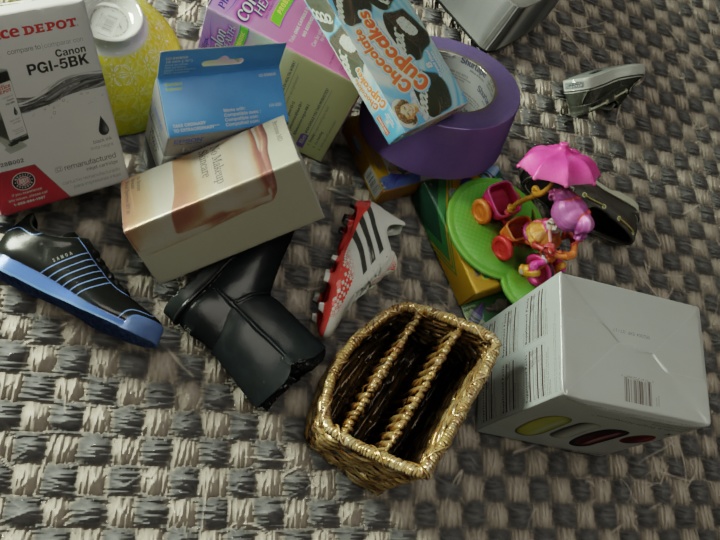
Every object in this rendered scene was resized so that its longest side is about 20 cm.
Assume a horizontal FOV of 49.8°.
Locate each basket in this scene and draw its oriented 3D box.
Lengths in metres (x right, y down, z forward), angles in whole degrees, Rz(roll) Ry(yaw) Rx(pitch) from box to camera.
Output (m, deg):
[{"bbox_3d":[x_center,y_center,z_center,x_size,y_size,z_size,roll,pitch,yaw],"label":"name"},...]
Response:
[{"bbox_3d":[0.039,0.128,0.870,0.143,0.149,0.200,38,61,-2],"label":"basket"}]

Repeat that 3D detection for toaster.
[{"bbox_3d":[0.218,-0.450,1.210,0.181,0.119,0.200,-37,84,-29],"label":"toaster"}]

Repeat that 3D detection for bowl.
[{"bbox_3d":[-0.307,-0.275,0.935,0.200,0.108,0.201,8,66,-18],"label":"bowl"}]

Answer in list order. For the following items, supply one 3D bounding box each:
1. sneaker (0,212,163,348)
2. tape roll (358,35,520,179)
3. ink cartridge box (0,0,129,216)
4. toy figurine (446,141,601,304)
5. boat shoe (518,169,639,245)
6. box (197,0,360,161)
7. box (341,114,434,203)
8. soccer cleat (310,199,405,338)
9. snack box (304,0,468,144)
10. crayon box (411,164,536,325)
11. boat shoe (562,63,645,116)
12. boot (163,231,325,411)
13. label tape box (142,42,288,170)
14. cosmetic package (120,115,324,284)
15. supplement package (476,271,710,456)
[{"bbox_3d":[-0.295,0.010,0.837,0.200,0.070,0.078,29,67,-6],"label":"sneaker"},{"bbox_3d":[0.102,-0.218,1.021,0.199,0.085,0.200,6,48,-7],"label":"tape roll"},{"bbox_3d":[-0.349,-0.178,0.827,0.147,0.083,0.200,-22,119,-27],"label":"ink cartridge box"},{"bbox_3d":[0.222,-0.067,0.947,0.150,0.184,0.200,-19,76,-27],"label":"toy figurine"},{"bbox_3d":[0.318,-0.096,1.120,0.201,0.072,0.061,20,58,-15],"label":"boat shoe"},{"bbox_3d":[-0.098,-0.256,0.968,0.200,0.176,0.097,24,61,-9],"label":"box"},{"bbox_3d":[0.086,-0.174,1.083,0.200,0.041,0.119,-18,75,-24],"label":"box"},{"bbox_3d":[0.000,0.000,0.959,0.085,0.069,0.200,22,57,-6],"label":"soccer cleat"},{"bbox_3d":[0.030,-0.255,0.896,0.116,0.037,0.200,-31,91,-35],"label":"snack box"},{"bbox_3d":[0.167,-0.036,1.048,0.125,0.052,0.200,-16,75,-26],"label":"crayon box"},{"bbox_3d":[0.392,-0.291,1.244,0.200,0.071,0.064,-23,110,-36],"label":"boat shoe"},{"bbox_3d":[-0.101,0.042,0.894,0.168,0.076,0.200,43,62,2],"label":"boot"},{"bbox_3d":[-0.164,-0.169,0.890,0.144,0.200,0.063,-13,72,-25],"label":"label tape box"},{"bbox_3d":[-0.153,-0.079,0.855,0.200,0.087,0.103,-23,42,-1],"label":"cosmetic package"},{"bbox_3d":[0.268,0.122,0.932,0.191,0.200,0.147,14,64,-15],"label":"supplement package"}]
